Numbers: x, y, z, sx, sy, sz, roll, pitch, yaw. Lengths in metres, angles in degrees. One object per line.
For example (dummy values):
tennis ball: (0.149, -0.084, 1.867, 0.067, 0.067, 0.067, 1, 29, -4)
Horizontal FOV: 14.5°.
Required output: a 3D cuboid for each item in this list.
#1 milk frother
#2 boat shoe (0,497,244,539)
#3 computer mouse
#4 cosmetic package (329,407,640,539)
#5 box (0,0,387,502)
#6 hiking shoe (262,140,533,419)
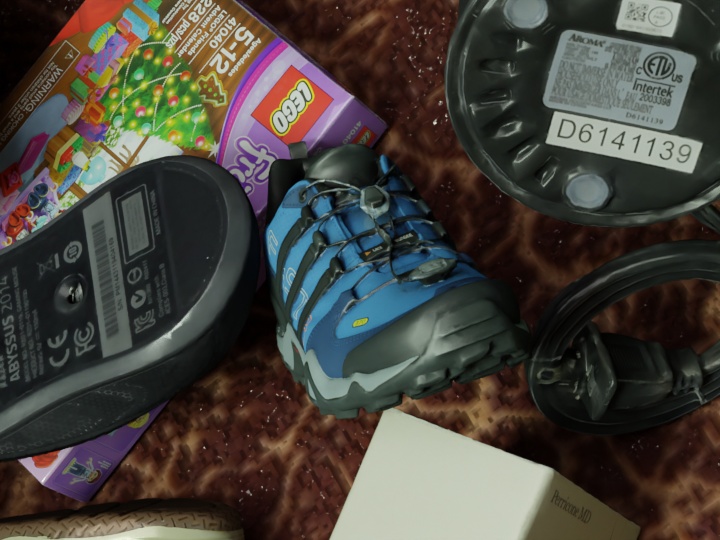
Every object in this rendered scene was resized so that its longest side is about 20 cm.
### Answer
milk frother: (0.096, -0.072, 1.039, 0.200, 0.180, 0.188, -56, 16, 32)
boat shoe: (-0.134, 0.135, 1.117, 0.202, 0.075, 0.075, -8, 89, 25)
computer mouse: (-0.112, 0.020, 1.104, 0.200, 0.053, 0.139, -23, 56, 27)
cosmetic package: (0.018, 0.161, 1.007, 0.073, 0.103, 0.201, 20, 84, 29)
box: (-0.101, -0.025, 1.164, 0.137, 0.039, 0.200, 40, 93, 30)
hiking shoe: (0.000, 0.000, 1.015, 0.074, 0.200, 0.087, -18, 99, -16)
